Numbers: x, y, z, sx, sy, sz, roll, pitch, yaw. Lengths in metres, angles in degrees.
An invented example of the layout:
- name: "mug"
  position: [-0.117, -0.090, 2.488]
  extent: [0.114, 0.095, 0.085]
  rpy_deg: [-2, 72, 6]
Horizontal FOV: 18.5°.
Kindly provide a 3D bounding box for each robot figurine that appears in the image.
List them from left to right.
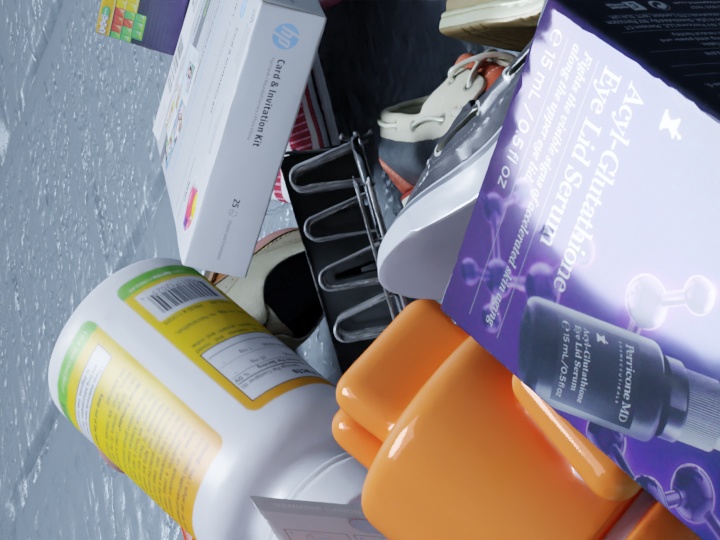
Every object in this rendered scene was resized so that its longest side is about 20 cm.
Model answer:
- name: "robot figurine"
  position: [0.081, 0.099, 0.958]
  extent: [0.200, 0.117, 0.144]
  rpy_deg: [38, 118, 14]

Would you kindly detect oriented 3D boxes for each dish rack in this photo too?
- name: "dish rack"
  position: [0.000, 0.000, 1.171]
  extent: [0.200, 0.055, 0.154]
  rpy_deg: [-147, 40, -89]

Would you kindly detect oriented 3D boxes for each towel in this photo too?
- name: "towel"
  position: [-0.063, -0.112, 1.417]
  extent: [0.200, 0.023, 0.144]
  rpy_deg: [10, 116, 69]

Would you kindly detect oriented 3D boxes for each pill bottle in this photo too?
- name: "pill bottle"
  position: [-0.068, 0.090, 1.199]
  extent: [0.200, 0.111, 0.111]
  rpy_deg: [39, 125, 31]

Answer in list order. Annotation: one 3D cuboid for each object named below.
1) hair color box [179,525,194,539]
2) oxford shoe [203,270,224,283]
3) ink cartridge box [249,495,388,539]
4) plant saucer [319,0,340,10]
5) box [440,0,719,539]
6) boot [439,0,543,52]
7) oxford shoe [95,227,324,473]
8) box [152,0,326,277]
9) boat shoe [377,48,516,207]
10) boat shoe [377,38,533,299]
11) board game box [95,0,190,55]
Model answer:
- name: "hair color box"
  position: [-0.029, 0.170, 1.254]
  extent: [0.200, 0.111, 0.064]
  rpy_deg: [-115, 35, -46]
- name: "oxford shoe"
  position: [-0.065, 0.074, 1.428]
  extent: [0.071, 0.071, 0.200]
  rpy_deg: [-7, 78, 37]
- name: "ink cartridge box"
  position: [0.046, 0.174, 1.026]
  extent: [0.200, 0.162, 0.057]
  rpy_deg: [37, 115, 62]
- name: "plant saucer"
  position: [-0.008, -0.257, 1.346]
  extent: [0.200, 0.051, 0.201]
  rpy_deg: [-176, 90, -65]
- name: "box"
  position: [0.145, 0.001, 0.839]
  extent: [0.200, 0.104, 0.148]
  rpy_deg: [41, 125, 40]
- name: "boot"
  position: [0.105, -0.191, 1.061]
  extent: [0.200, 0.072, 0.155]
  rpy_deg: [-14, 73, 62]
- name: "oxford shoe"
  position: [-0.080, 0.041, 1.321]
  extent: [0.200, 0.071, 0.074]
  rpy_deg: [-48, 16, -22]
- name: "box"
  position: [-0.073, -0.109, 1.254]
  extent: [0.200, 0.041, 0.156]
  rpy_deg: [-110, 36, -65]
- name: "boat shoe"
  position: [0.061, -0.080, 1.133]
  extent: [0.200, 0.071, 0.063]
  rpy_deg: [-30, 78, 68]
- name: "boat shoe"
  position: [0.067, -0.056, 0.999]
  extent: [0.200, 0.070, 0.066]
  rpy_deg: [129, 147, -51]
- name: "board game box"
  position: [-0.101, -0.260, 1.355]
  extent: [0.165, 0.057, 0.200]
  rpy_deg: [-76, 4, -45]
